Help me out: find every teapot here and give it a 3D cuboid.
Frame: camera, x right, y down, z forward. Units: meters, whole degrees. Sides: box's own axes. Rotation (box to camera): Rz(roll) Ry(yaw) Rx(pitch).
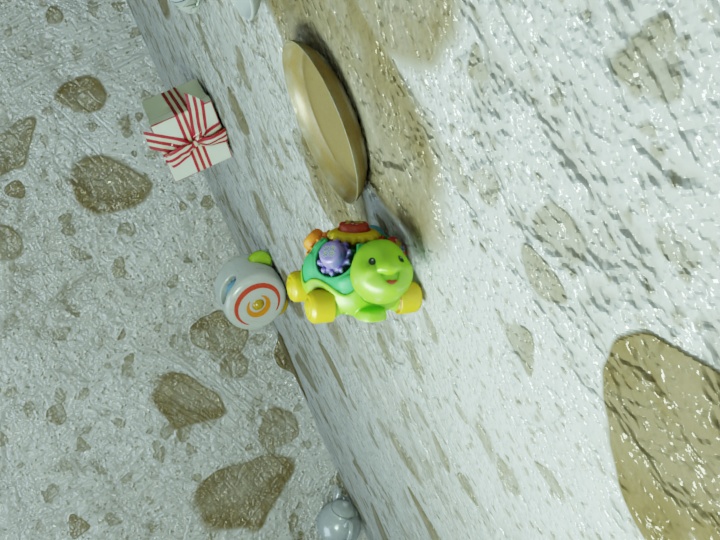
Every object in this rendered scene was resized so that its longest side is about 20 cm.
[{"bbox_3d":[-0.077,1.002,3.067,0.198,0.196,0.149,27,110,24],"label":"teapot"}]

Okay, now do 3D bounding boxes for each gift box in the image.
[{"bbox_3d":[-0.442,-0.355,1.886,0.187,0.182,0.202,53,170,48],"label":"gift box"}]

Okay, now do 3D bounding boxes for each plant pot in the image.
[{"bbox_3d":[-0.039,-0.177,0.900,0.202,0.027,0.201,59,166,25],"label":"plant pot"}]

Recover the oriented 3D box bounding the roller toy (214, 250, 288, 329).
[{"bbox_3d":[-0.303,0.064,2.108,0.140,0.180,0.202,49,160,46],"label":"roller toy"}]

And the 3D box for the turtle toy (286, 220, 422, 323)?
[{"bbox_3d":[0.000,0.000,0.871,0.200,0.143,0.103,-143,51,-64],"label":"turtle toy"}]

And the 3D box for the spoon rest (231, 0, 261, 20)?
[{"bbox_3d":[-0.183,-0.410,0.977,0.203,0.060,0.100,62,168,16],"label":"spoon rest"}]

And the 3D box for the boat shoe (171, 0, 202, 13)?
[{"bbox_3d":[-0.314,-0.501,1.369,0.070,0.071,0.200,40,179,-32],"label":"boat shoe"}]
